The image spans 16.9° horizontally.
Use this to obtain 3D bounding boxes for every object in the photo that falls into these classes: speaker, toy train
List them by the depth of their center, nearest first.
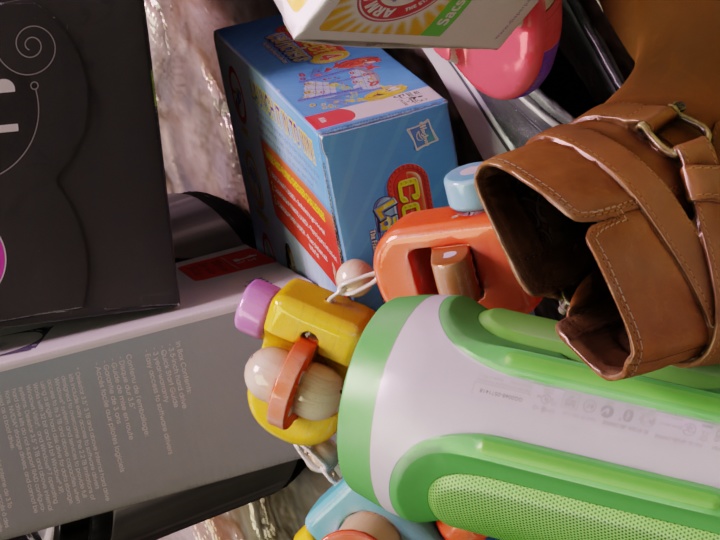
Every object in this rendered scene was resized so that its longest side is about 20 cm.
[{"bbox_3d":[0.096,0.064,0.837,0.200,0.088,0.089,12,122,23],"label":"speaker"},{"bbox_3d":[0.022,0.062,0.945,0.150,0.056,0.200,-2,112,23],"label":"toy train"}]

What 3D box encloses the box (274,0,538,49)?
[{"bbox_3d":[0.041,-0.178,0.806,0.200,0.101,0.113,-49,58,36],"label":"box"}]

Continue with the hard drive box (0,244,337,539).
[{"bbox_3d":[-0.123,0.056,1.085,0.156,0.200,0.077,-156,53,-74],"label":"hard drive box"}]

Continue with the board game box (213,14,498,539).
[{"bbox_3d":[0.000,0.000,1.071,0.200,0.056,0.196,-131,29,-66],"label":"board game box"}]

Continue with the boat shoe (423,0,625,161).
[{"bbox_3d":[0.047,-0.120,0.982,0.200,0.072,0.068,60,150,11],"label":"boat shoe"}]

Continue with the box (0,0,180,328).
[{"bbox_3d":[-0.158,-0.062,1.099,0.200,0.124,0.149,-138,42,-76],"label":"box"}]

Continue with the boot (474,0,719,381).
[{"bbox_3d":[0.100,-0.046,0.856,0.200,0.155,0.077,58,148,26],"label":"boot"}]

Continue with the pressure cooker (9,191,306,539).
[{"bbox_3d":[-0.141,0.065,1.258,0.176,0.200,0.179,39,138,46],"label":"pressure cooker"}]

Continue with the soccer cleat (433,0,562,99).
[{"bbox_3d":[0.046,-0.163,0.932,0.067,0.076,0.200,-29,75,45],"label":"soccer cleat"}]
